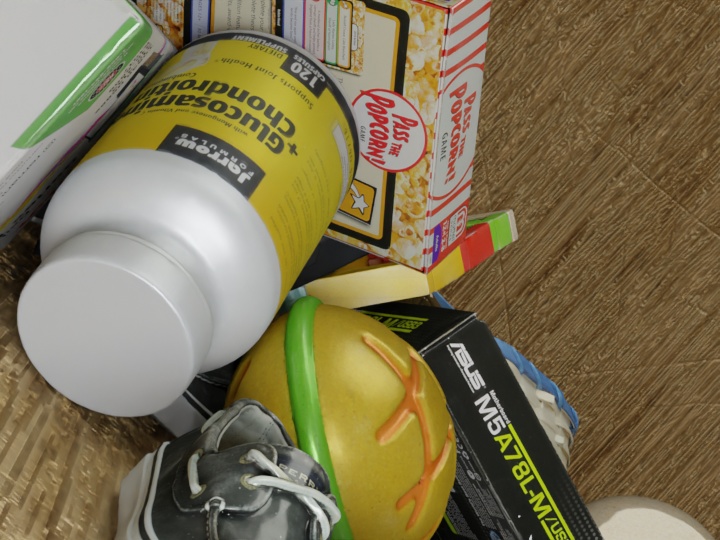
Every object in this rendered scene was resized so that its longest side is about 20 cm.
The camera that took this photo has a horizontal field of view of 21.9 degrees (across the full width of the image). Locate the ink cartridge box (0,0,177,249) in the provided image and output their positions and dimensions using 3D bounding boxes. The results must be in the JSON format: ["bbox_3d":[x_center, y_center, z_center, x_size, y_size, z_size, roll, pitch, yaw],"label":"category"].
[{"bbox_3d":[-0.167,-0.083,0.864,0.084,0.145,0.200,43,1,-3],"label":"ink cartridge box"}]

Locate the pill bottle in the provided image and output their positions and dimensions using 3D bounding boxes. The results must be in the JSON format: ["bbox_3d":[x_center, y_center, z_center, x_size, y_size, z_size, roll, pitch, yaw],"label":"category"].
[{"bbox_3d":[-0.078,-0.023,0.855,0.112,0.112,0.200,42,35,-10],"label":"pill bottle"}]

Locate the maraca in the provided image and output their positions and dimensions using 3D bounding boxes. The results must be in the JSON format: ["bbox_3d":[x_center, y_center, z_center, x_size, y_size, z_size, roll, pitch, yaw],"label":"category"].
[{"bbox_3d":[-0.005,0.092,0.883,0.200,0.107,0.137,66,17,-60],"label":"maraca"}]

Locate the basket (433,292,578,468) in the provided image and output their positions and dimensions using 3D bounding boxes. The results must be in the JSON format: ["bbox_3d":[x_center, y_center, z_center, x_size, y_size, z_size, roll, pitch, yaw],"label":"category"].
[{"bbox_3d":[0.077,0.103,1.417,0.176,0.139,0.200,42,33,-29],"label":"basket"}]

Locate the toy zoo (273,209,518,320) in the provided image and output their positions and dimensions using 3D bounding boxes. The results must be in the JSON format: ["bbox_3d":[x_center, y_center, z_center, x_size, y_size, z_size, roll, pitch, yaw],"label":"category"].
[{"bbox_3d":[0.000,0.000,1.060,0.200,0.131,0.020,-29,109,-67],"label":"toy zoo"}]

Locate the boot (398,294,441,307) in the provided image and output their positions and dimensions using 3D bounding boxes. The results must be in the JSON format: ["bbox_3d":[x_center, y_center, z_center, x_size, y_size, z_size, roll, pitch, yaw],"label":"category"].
[{"bbox_3d":[-0.036,0.025,1.351,0.200,0.072,0.155,35,-25,-4],"label":"boot"}]

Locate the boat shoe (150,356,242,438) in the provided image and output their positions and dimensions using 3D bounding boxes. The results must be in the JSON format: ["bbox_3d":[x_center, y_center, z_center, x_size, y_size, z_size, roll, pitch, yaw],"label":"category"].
[{"bbox_3d":[-0.068,0.055,0.955,0.074,0.068,0.199,44,2,31],"label":"boat shoe"}]

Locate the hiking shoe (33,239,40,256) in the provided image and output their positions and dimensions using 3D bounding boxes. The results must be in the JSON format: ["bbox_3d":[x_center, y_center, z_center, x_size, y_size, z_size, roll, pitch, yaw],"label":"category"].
[{"bbox_3d":[-0.104,-0.023,1.109,0.101,0.076,0.200,37,26,14],"label":"hiking shoe"}]

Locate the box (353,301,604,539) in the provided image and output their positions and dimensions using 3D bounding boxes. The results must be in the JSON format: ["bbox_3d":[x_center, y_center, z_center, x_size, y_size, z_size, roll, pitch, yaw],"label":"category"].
[{"bbox_3d":[0.053,0.110,1.001,0.200,0.048,0.193,61,-16,-12],"label":"box"}]

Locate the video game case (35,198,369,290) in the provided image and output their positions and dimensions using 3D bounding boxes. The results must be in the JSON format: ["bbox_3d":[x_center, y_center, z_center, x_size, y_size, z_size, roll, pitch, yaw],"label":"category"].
[{"bbox_3d":[-0.073,-0.043,1.057,0.181,0.026,0.200,17,20,22],"label":"video game case"}]

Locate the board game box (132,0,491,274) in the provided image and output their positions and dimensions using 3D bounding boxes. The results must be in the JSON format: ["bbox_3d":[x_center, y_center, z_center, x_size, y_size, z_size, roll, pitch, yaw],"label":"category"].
[{"bbox_3d":[-0.036,-0.101,0.957,0.200,0.152,0.046,22,37,24],"label":"board game box"}]

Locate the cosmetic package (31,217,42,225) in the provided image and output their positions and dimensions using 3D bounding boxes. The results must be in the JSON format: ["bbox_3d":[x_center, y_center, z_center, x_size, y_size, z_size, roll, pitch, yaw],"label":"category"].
[{"bbox_3d":[-0.183,-0.129,1.210,0.165,0.165,0.200,42,2,12],"label":"cosmetic package"}]

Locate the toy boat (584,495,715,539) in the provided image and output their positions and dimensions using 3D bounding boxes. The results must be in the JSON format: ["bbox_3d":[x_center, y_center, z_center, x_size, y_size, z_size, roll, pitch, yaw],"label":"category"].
[{"bbox_3d":[0.164,0.236,1.105,0.200,0.130,0.131,62,-37,10],"label":"toy boat"}]

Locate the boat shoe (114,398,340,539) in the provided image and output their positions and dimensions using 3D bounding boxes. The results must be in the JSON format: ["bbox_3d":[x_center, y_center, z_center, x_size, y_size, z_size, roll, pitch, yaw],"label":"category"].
[{"bbox_3d":[-0.044,0.089,0.653,0.072,0.071,0.200,42,3,-20],"label":"boat shoe"}]
